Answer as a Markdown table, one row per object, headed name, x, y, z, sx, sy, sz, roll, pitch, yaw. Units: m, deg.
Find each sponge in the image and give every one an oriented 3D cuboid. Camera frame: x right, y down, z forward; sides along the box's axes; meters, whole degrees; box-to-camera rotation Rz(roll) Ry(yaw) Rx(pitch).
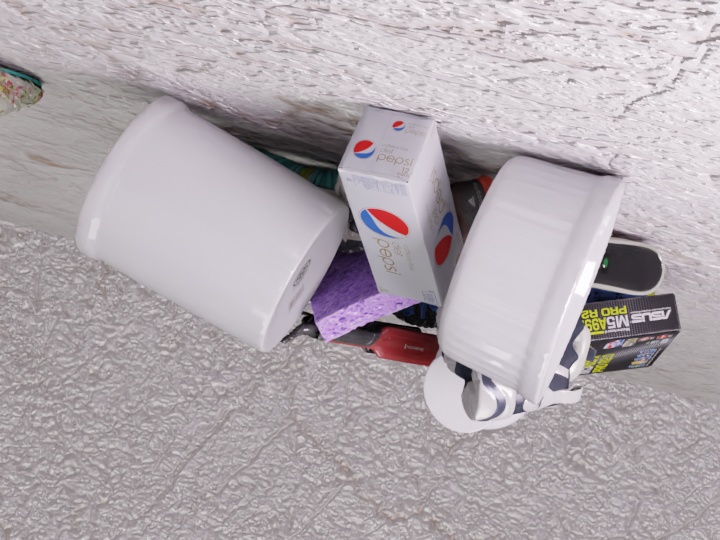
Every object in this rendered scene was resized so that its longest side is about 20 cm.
| name | x | y | z | sx | sy | sz | roll | pitch | yaw |
| --- | --- | --- | --- | --- | --- | --- | --- | --- | --- |
| sponge | 0.000 | 0.000 | 1.572 | 0.111 | 0.030 | 0.200 | -25 | -156 | 3 |

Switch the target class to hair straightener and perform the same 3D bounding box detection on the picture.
| name | x | y | z | sx | sy | sz | roll | pitch | yaw |
| --- | --- | --- | --- | --- | --- | --- | --- | --- | --- |
| hair straightener | -0.012 | 0.067 | 1.602 | 0.200 | 0.041 | 0.077 | 5 | -170 | -39 |

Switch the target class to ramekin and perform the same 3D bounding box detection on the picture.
| name | x | y | z | sx | sy | sz | roll | pitch | yaw |
| --- | --- | --- | --- | --- | --- | --- | --- | --- | --- |
| ramekin | 0.140 | 0.002 | 1.318 | 0.098 | 0.201 | 0.200 | 22 | 176 | 12 |

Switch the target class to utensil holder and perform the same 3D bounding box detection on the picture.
| name | x | y | z | sx | sy | sz | roll | pitch | yaw |
| --- | --- | --- | --- | --- | --- | --- | --- | --- | --- |
| utensil holder | -0.134 | -0.041 | 1.465 | 0.200 | 0.170 | 0.170 | 30 | 177 | 9 |

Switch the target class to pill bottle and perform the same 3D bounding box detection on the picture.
| name | x | y | z | sx | sy | sz | roll | pitch | yaw |
| --- | --- | --- | --- | --- | --- | --- | --- | --- | --- |
| pill bottle | 0.141 | 0.096 | 1.597 | 0.109 | 0.109 | 0.200 | 12 | -164 | 24 |

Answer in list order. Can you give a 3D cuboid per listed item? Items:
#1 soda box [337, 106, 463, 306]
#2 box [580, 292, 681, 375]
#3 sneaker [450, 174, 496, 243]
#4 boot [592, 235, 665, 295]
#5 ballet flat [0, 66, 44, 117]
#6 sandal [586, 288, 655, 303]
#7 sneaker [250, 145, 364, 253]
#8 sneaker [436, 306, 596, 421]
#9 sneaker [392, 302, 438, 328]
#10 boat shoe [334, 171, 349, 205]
| name | x | y | z | sx | sy | sz | roll | pitch | yaw |
| --- | --- | --- | --- | --- | --- | --- | --- | --- | --- |
| soda box | 0.038 | -0.051 | 1.347 | 0.064 | 0.068 | 0.200 | 13 | 152 | 18 |
| box | 0.264 | 0.079 | 1.786 | 0.160 | 0.044 | 0.200 | -7 | 165 | -2 |
| sneaker | 0.073 | -0.048 | 1.503 | 0.082 | 0.077 | 0.200 | -5 | 167 | -15 |
| boot | 0.190 | -0.020 | 1.607 | 0.200 | 0.073 | 0.144 | 16 | 178 | -17 |
| ballet flat | -0.379 | -0.179 | 1.524 | 0.076 | 0.064 | 0.200 | 11 | 174 | 24 |
| sandal | 0.247 | 0.027 | 1.821 | 0.200 | 0.087 | 0.079 | 7 | 170 | 41 |
| sneaker | -0.050 | -0.075 | 1.615 | 0.200 | 0.078 | 0.080 | 27 | -142 | 28 |
| sneaker | 0.147 | 0.062 | 1.460 | 0.129 | 0.080 | 0.199 | 1 | -151 | -12 |
| sneaker | 0.056 | 0.009 | 1.682 | 0.077 | 0.076 | 0.200 | -16 | -158 | -33 |
| boat shoe | 0.009 | -0.082 | 1.464 | 0.066 | 0.072 | 0.200 | 13 | -175 | 12 |
